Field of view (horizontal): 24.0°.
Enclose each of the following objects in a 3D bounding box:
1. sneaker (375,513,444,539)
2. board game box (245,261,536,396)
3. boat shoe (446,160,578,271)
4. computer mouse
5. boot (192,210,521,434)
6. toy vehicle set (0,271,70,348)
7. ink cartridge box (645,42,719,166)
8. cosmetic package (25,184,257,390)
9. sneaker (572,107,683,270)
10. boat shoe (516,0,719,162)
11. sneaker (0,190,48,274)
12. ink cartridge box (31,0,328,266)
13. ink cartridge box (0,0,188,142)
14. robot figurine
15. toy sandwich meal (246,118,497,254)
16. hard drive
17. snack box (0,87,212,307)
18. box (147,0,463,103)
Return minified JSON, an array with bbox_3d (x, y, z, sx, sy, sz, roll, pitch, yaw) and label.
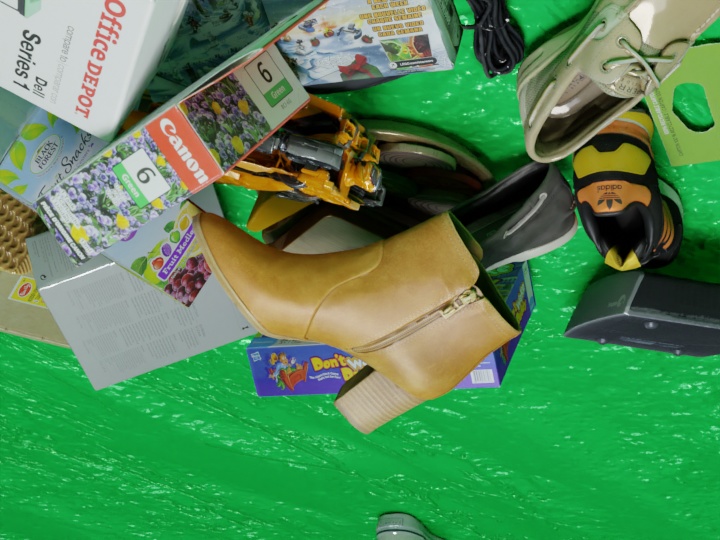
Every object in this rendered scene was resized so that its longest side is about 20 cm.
[{"bbox_3d":[0.070,0.357,2.045,0.072,0.071,0.200,-9,151,29],"label":"sneaker"},{"bbox_3d":[0.026,0.044,1.334,0.198,0.135,0.045,-4,114,20],"label":"board game box"},{"bbox_3d":[0.058,-0.017,1.183,0.199,0.067,0.057,-27,130,-5],"label":"boat shoe"},{"bbox_3d":[-0.001,-0.150,1.034,0.198,0.046,0.141,2,155,9],"label":"computer mouse"},{"bbox_3d":[0.000,0.001,1.117,0.144,0.071,0.201,-39,103,17],"label":"boot"},{"bbox_3d":[-0.261,0.014,1.459,0.123,0.027,0.200,16,153,-19],"label":"toy vehicle set"},{"bbox_3d":[0.283,-0.082,1.074,0.198,0.076,0.148,-6,152,21],"label":"ink cartridge box"},{"bbox_3d":[-0.168,0.014,1.348,0.149,0.052,0.200,-17,154,-4],"label":"cosmetic package"},{"bbox_3d":[0.184,-0.032,1.186,0.069,0.091,0.200,-2,153,18],"label":"sneaker"},{"bbox_3d":[0.161,-0.131,1.007,0.072,0.065,0.200,20,146,-25],"label":"boat shoe"},{"bbox_3d":[-0.326,-0.062,1.263,0.090,0.075,0.200,6,149,41],"label":"sneaker"},{"bbox_3d":[-0.086,-0.081,0.960,0.199,0.109,0.051,-28,102,37],"label":"ink cartridge box"},{"bbox_3d":[-0.192,-0.177,0.911,0.199,0.084,0.145,27,148,-4],"label":"ink cartridge box"},{"bbox_3d":[-0.076,-0.087,1.101,0.198,0.059,0.145,13,173,19],"label":"robot figurine"},{"bbox_3d":[0.006,-0.037,1.238,0.203,0.071,0.206,5,155,2],"label":"toy sandwich meal"},{"bbox_3d":[0.239,0.036,1.316,0.134,0.043,0.200,8,172,-5],"label":"hard drive"},{"bbox_3d":[-0.205,-0.070,1.138,0.168,0.068,0.200,29,173,43],"label":"snack box"},{"bbox_3d":[-0.054,-0.169,0.974,0.198,0.040,0.137,-3,136,21],"label":"box"}]
